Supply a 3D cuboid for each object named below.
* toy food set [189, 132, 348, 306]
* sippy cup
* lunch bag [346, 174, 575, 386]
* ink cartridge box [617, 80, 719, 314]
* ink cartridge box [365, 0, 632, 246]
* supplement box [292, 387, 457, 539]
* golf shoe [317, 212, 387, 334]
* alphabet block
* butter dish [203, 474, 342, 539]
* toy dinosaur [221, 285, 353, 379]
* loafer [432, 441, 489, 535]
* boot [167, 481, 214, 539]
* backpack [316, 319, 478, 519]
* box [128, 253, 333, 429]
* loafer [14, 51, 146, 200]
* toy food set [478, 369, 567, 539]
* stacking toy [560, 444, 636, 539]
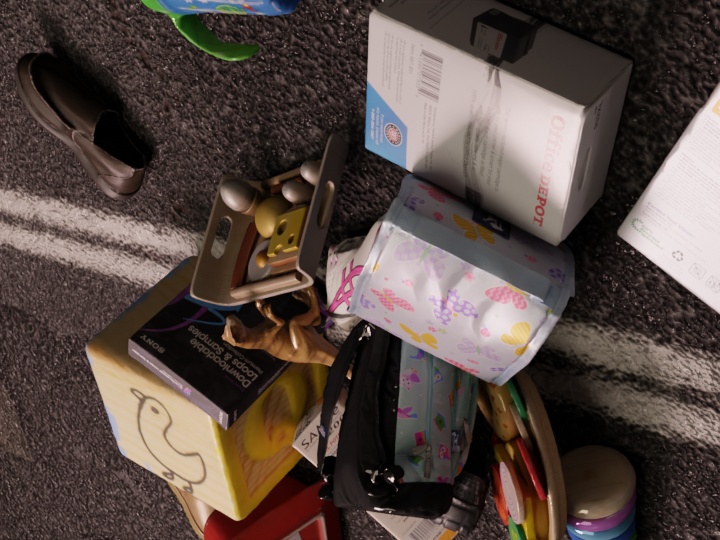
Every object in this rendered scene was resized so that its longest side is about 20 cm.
[{"bbox_3d":[-0.096,-0.051,1.277,0.060,0.145,0.199,26,157,-31],"label":"toy food set"},{"bbox_3d":[-0.112,-0.280,1.103,0.129,0.141,0.178,17,161,21],"label":"sippy cup"},{"bbox_3d":[0.089,0.005,1.101,0.168,0.128,0.200,25,167,3],"label":"lunch bag"},{"bbox_3d":[0.316,-0.035,0.957,0.196,0.043,0.201,40,142,12],"label":"ink cartridge box"},{"bbox_3d":[0.107,-0.134,1.043,0.199,0.084,0.146,29,141,24],"label":"ink cartridge box"},{"bbox_3d":[0.021,0.223,1.424,0.200,0.074,0.126,42,-178,-2],"label":"supplement box"},{"bbox_3d":[0.000,0.000,1.295,0.092,0.073,0.201,40,145,13],"label":"golf shoe"},{"bbox_3d":[-0.169,0.132,1.495,0.199,0.196,0.197,21,139,31],"label":"alphabet block"},{"bbox_3d":[-0.136,0.351,1.696,0.148,0.199,0.201,39,148,38],"label":"butter dish"},{"bbox_3d":[-0.060,0.074,1.341,0.199,0.107,0.060,21,161,-26],"label":"toy dinosaur"},{"bbox_3d":[0.106,0.208,1.330,0.068,0.201,0.071,23,101,-2],"label":"loafer"},{"bbox_3d":[-0.191,0.313,1.808,0.175,0.066,0.200,50,144,-4],"label":"boot"},{"bbox_3d":[0.042,0.136,1.241,0.126,0.202,0.166,13,167,-27],"label":"backpack"},{"bbox_3d":[-0.133,0.061,1.380,0.142,0.200,0.036,34,146,17],"label":"box"},{"bbox_3d":[-0.310,-0.176,1.463,0.200,0.073,0.071,49,135,-11],"label":"loafer"},{"bbox_3d":[0.153,0.181,1.246,0.198,0.048,0.202,-115,15,-65],"label":"toy food set"},{"bbox_3d":[0.247,0.273,1.300,0.085,0.085,0.201,17,139,35],"label":"stacking toy"}]
